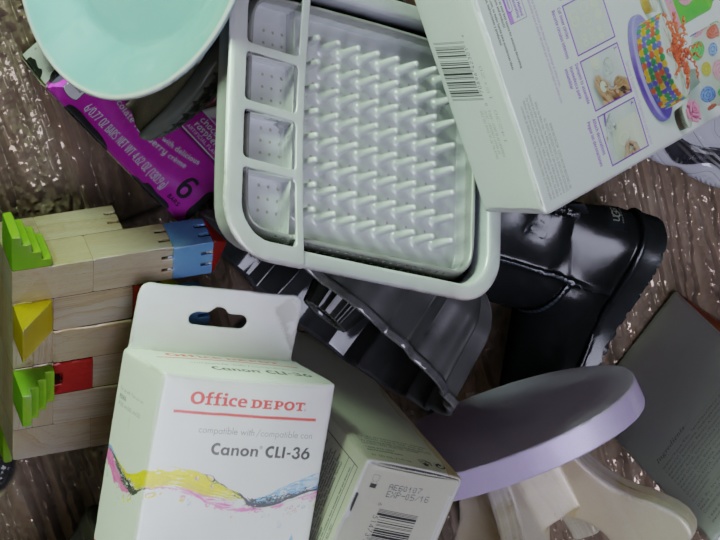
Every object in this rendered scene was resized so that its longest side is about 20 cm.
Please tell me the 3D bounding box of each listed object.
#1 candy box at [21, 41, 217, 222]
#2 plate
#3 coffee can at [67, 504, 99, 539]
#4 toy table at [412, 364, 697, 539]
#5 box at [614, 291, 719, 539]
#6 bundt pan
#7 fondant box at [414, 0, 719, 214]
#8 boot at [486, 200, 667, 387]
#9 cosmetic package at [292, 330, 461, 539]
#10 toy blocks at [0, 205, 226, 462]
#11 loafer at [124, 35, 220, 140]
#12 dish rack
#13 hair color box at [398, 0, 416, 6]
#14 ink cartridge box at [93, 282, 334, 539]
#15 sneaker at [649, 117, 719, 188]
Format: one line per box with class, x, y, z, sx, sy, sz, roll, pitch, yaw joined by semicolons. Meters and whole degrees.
candy box;-0.086;-0.145;1.690;0.200;0.061;0.136;-44;122;0
plate;-0.123;-0.195;1.577;0.026;0.200;0.200;6;112;-47
coffee can;-0.176;0.275;1.798;0.146;0.146;0.200;33;98;-32
toy table;0.110;0.147;1.802;0.184;0.200;0.117;-44;113;-49
box;0.275;0.128;1.896;0.152;0.200;0.106;32;100;-32
bundt pan;0.000;0.000;1.716;0.076;0.202;0.202;-52;123;-9
fondant box;0.138;-0.137;1.613;0.200;0.058;0.144;-29;108;-31
boot;0.093;0.012;1.837;0.162;0.073;0.198;18;118;-20
cosmetic package;-0.022;0.124;1.764;0.073;0.200;0.104;14;108;-28
toy blocks;-0.155;0.035;1.720;0.137;0.100;0.200;-9;130;-18
loafer;-0.086;-0.168;1.613;0.070;0.075;0.200;32;100;3
dish rack;-0.006;-0.074;1.588;0.200;0.044;0.172;12;72;-36
hair color box;0.056;-0.191;1.657;0.200;0.101;0.061;58;41;-21
ink cartridge box;-0.088;0.114;1.674;0.116;0.067;0.200;5;100;-27
sneaker;0.271;-0.108;1.841;0.200;0.075;0.115;19;125;-26
